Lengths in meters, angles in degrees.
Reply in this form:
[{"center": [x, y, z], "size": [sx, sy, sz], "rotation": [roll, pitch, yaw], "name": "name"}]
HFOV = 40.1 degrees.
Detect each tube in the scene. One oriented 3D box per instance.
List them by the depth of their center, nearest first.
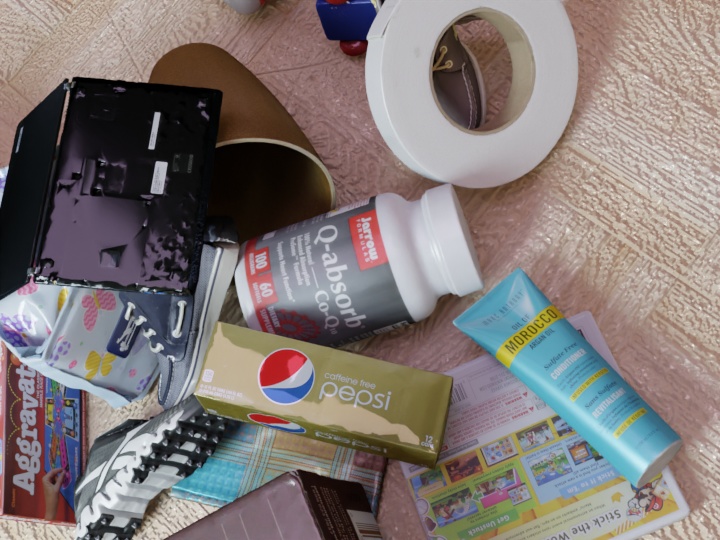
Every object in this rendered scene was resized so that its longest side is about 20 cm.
[{"center": [0.167, 0.084, 0.792], "size": [0.077, 0.051, 0.200], "rotation": [-34, 59, -17], "name": "tube"}]

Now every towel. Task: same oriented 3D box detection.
[{"center": [-0.068, 0.147, 0.882], "size": [0.198, 0.022, 0.148], "rotation": [7, 73, 20], "name": "towel"}]

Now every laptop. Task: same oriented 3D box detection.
[{"center": [-0.217, -0.057, 0.817], "size": [0.197, 0.103, 0.179], "rotation": [5, 72, 0], "name": "laptop"}]

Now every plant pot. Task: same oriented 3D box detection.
[{"center": [-0.137, -0.119, 0.933], "size": [0.185, 0.187, 0.201], "rotation": [-26, 53, 7], "name": "plant pot"}]

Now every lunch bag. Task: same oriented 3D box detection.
[{"center": [-0.249, 0.013, 0.910], "size": [0.126, 0.170, 0.202], "rotation": [-16, 64, 16], "name": "lunch bag"}]

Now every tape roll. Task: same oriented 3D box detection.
[{"center": [0.099, -0.174, 0.864], "size": [0.204, 0.202, 0.037], "rotation": [-52, 24, -7], "name": "tape roll"}]

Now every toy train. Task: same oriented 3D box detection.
[{"center": [0.064, -0.283, 0.977], "size": [0.198, 0.085, 0.117], "rotation": [4, 58, 19], "name": "toy train"}]

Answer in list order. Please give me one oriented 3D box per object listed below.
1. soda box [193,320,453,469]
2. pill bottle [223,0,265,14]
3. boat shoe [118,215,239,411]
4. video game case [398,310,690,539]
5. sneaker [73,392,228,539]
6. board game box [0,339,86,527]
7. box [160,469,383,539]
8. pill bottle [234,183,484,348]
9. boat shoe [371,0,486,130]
[{"center": [-0.027, 0.101, 0.794], "size": [0.197, 0.068, 0.065], "rotation": [12, 70, 6], "name": "soda box"}, {"center": [-0.089, -0.376, 1.039], "size": [0.200, 0.113, 0.112], "rotation": [-44, 63, -2], "name": "pill bottle"}, {"center": [-0.175, 0.039, 0.867], "size": [0.075, 0.092, 0.202], "rotation": [-127, 49, -57], "name": "boat shoe"}, {"center": [0.135, 0.152, 0.804], "size": [0.198, 0.023, 0.183], "rotation": [-23, 64, 2], "name": "video game case"}, {"center": [-0.197, 0.161, 0.878], "size": [0.200, 0.066, 0.091], "rotation": [-47, 48, 17], "name": "sneaker"}, {"center": [-0.297, 0.131, 0.917], "size": [0.019, 0.103, 0.202], "rotation": [-19, 65, 25], "name": "board game box"}, {"center": [-0.074, 0.273, 0.745], "size": [0.199, 0.164, 0.167], "rotation": [-29, 69, 8], "name": "box"}, {"center": [0.000, 0.000, 0.863], "size": [0.198, 0.116, 0.117], "rotation": [-19, 65, 11], "name": "pill bottle"}, {"center": [0.058, -0.208, 0.899], "size": [0.071, 0.060, 0.202], "rotation": [-19, 104, 19], "name": "boat shoe"}]
